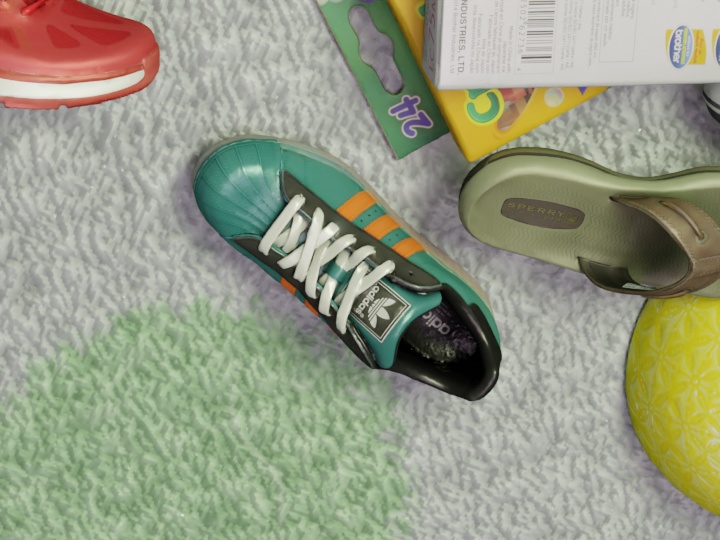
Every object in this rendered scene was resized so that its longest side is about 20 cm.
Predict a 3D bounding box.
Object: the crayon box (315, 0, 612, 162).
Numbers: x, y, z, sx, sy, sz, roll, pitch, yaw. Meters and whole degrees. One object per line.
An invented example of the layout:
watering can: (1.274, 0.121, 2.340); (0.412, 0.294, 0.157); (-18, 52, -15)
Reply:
crayon box: (0.085, -0.145, 0.965); (0.199, 0.052, 0.126); (-28, 116, 3)

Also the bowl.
bowl: (0.258, 0.074, 1.066); (0.198, 0.108, 0.202); (-4, 115, -9)

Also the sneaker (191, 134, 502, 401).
sneaker: (0.000, 0.000, 0.996); (0.199, 0.080, 0.072); (32, 105, -22)

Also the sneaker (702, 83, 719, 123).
sneaker: (0.272, -0.051, 1.010); (0.198, 0.079, 0.080); (18, 121, 7)

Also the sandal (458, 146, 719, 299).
sandal: (0.149, -0.013, 0.989); (0.199, 0.058, 0.080); (6, 128, -7)

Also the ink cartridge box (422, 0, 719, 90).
ink cartridge box: (0.131, -0.152, 0.920); (0.198, 0.042, 0.120); (-1, 114, -8)

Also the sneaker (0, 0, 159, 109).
sneaker: (-0.189, -0.147, 0.897); (0.198, 0.078, 0.117); (4, 114, -14)
